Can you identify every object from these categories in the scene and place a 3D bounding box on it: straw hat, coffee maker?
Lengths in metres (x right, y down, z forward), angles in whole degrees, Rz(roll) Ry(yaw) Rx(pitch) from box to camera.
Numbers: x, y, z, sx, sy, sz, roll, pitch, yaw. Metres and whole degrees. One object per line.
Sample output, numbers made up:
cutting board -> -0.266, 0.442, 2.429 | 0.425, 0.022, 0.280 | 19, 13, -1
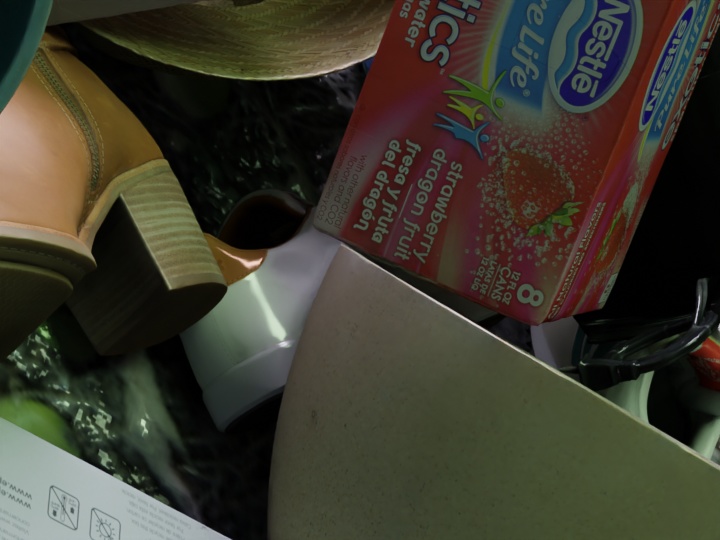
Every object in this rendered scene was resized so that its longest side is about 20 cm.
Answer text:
straw hat -> -0.073, -0.123, 1.002 | 0.200, 0.085, 0.201 | 12, 50, -14
coffee maker -> 0.114, -0.086, 1.037 | 0.192, 0.134, 0.200 | -70, 140, -71

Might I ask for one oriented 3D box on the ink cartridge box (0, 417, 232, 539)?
ink cartridge box -> -0.106, 0.131, 0.742 | 0.196, 0.043, 0.200 | 33, 37, -32

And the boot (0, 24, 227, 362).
boot -> -0.139, -0.043, 0.855 | 0.155, 0.074, 0.200 | 56, 18, 15

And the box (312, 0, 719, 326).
box -> 0.071, -0.089, 0.926 | 0.095, 0.200, 0.100 | 24, 10, 16

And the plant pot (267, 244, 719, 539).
plant pot -> 0.047, 0.099, 0.867 | 0.200, 0.135, 0.200 | 30, 0, 0

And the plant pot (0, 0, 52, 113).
plant pot -> -0.203, -0.134, 0.759 | 0.200, 0.200, 0.188 | 29, 21, -34

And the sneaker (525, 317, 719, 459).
sneaker -> 0.123, 0.048, 1.097 | 0.070, 0.093, 0.200 | 40, 32, -21

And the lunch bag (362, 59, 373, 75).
lunch bag -> 0.086, -0.098, 1.219 | 0.200, 0.077, 0.161 | 36, 34, -26

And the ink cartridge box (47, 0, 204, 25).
ink cartridge box -> -0.073, -0.184, 0.939 | 0.050, 0.109, 0.200 | 85, -5, -54

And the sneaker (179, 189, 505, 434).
sneaker -> 0.000, 0.000, 0.997 | 0.200, 0.073, 0.085 | -12, 70, -56
